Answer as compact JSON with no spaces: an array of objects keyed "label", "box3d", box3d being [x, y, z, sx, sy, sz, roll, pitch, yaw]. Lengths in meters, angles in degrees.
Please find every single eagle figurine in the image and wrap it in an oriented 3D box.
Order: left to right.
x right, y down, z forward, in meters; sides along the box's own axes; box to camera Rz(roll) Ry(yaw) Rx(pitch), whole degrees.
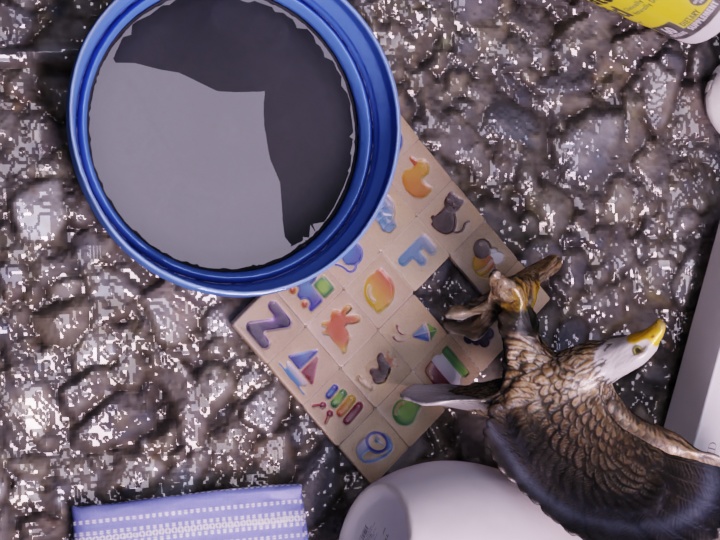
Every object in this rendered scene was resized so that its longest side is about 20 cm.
[{"label":"eagle figurine","box3d":[0.135,0.086,1.222,0.151,0.151,0.201,-28,81,-27]}]

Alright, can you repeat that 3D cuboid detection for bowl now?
[{"label":"bowl","box3d":[-0.076,-0.084,1.220,0.199,0.039,0.203,2,84,-19]}]

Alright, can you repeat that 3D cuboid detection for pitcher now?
[{"label":"pitcher","box3d":[0.080,0.206,1.244,0.199,0.121,0.173,16,97,-31]}]

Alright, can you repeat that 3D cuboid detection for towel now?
[{"label":"towel","box3d":[-0.091,0.230,1.221,0.143,0.024,0.202,-5,88,-19]}]

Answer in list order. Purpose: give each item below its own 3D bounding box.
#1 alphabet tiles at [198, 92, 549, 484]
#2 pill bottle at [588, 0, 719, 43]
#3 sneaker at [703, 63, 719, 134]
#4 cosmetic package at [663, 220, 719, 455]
[{"label":"alphabet tiles","box3d":[0.000,0.000,1.270,0.167,0.008,0.200,-44,103,-17]},{"label":"pill bottle","box3d":[0.144,-0.224,1.278,0.198,0.111,0.112,21,81,-19]},{"label":"sneaker","box3d":[0.318,-0.068,1.337,0.199,0.115,0.076,35,76,-16]},{"label":"cosmetic package","box3d":[0.279,0.077,1.341,0.149,0.052,0.202,15,90,-18]}]
